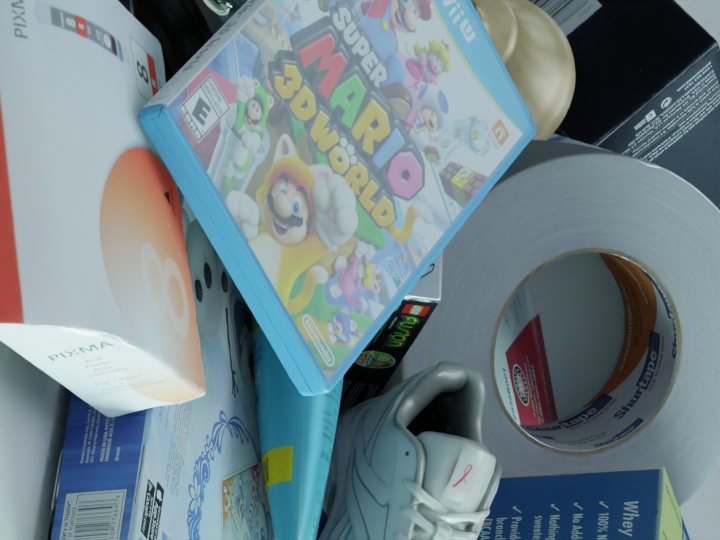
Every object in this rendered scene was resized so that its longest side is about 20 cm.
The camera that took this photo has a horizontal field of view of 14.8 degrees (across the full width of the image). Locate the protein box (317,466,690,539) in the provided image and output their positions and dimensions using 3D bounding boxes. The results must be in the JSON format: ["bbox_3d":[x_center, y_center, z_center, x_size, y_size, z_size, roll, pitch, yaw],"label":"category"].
[{"bbox_3d":[0.058,0.217,1.334,0.135,0.199,0.199,64,27,-50],"label":"protein box"}]

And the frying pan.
[{"bbox_3d":[-0.096,-0.110,1.201,0.115,0.031,0.190,-89,154,-53],"label":"frying pan"}]

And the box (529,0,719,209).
[{"bbox_3d":[0.133,-0.122,1.676,0.200,0.104,0.182,49,-4,30],"label":"box"}]

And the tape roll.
[{"bbox_3d":[0.102,0.036,1.415,0.066,0.199,0.201,-156,-125,-67],"label":"tape roll"}]

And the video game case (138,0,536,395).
[{"bbox_3d":[-0.004,-0.063,1.184,0.200,0.018,0.144,-51,119,-42],"label":"video game case"}]

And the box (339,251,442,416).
[{"bbox_3d":[0.000,0.000,1.328,0.200,0.035,0.111,120,-25,-65],"label":"box"}]

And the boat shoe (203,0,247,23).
[{"bbox_3d":[-0.064,-0.149,1.195,0.200,0.060,0.076,43,40,-38],"label":"boat shoe"}]

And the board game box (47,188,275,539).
[{"bbox_3d":[-0.073,0.095,1.207,0.199,0.043,0.201,62,28,-51],"label":"board game box"}]

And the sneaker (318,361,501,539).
[{"bbox_3d":[0.022,0.119,1.250,0.078,0.099,0.201,21,45,-21],"label":"sneaker"}]

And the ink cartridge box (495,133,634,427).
[{"bbox_3d":[0.094,0.004,1.550,0.200,0.082,0.147,-154,-130,-69],"label":"ink cartridge box"}]

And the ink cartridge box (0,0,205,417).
[{"bbox_3d":[-0.119,-0.049,1.049,0.200,0.050,0.163,52,27,-66],"label":"ink cartridge box"}]

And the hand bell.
[{"bbox_3d":[0.048,-0.137,1.424,0.200,0.103,0.105,62,27,-68],"label":"hand bell"}]

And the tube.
[{"bbox_3d":[-0.027,0.051,1.223,0.077,0.050,0.201,72,19,-71],"label":"tube"}]
